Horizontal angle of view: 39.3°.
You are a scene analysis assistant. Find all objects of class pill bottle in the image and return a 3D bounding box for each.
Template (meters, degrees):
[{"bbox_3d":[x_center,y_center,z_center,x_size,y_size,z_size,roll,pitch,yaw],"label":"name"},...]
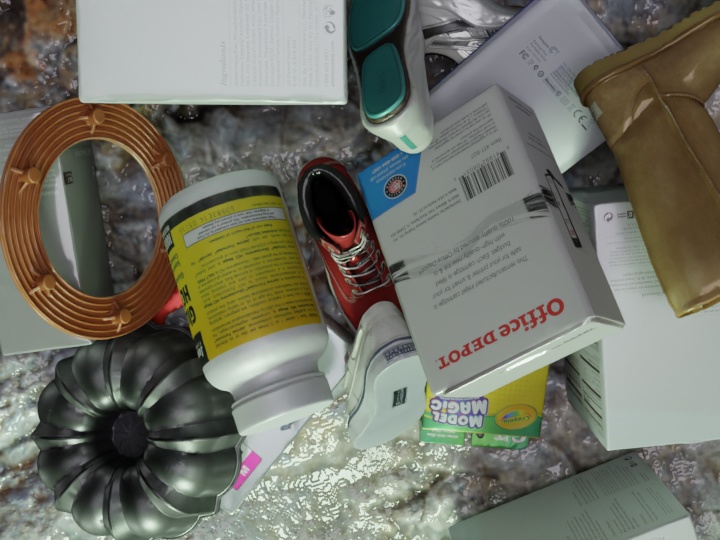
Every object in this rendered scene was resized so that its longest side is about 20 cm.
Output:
[{"bbox_3d":[-0.092,0.029,0.851,0.110,0.113,0.204,-20,78,2],"label":"pill bottle"}]

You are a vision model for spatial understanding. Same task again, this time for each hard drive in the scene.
[{"bbox_3d":[0.135,-0.134,0.863,0.199,0.026,0.132,-38,112,26],"label":"hard drive"}]

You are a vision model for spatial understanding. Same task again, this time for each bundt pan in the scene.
[{"bbox_3d":[-0.205,0.145,0.891,0.197,0.076,0.207,-1,86,15],"label":"bundt pan"}]

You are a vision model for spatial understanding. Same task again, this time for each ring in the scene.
[{"bbox_3d":[-0.213,-0.044,0.845,0.019,0.199,0.205,-1,101,36],"label":"ring"}]

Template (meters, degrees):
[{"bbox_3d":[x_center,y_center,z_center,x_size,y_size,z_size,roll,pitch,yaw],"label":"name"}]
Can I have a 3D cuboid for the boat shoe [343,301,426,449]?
[{"bbox_3d":[0.016,0.093,0.885,0.070,0.201,0.071,-18,62,-12],"label":"boat shoe"}]

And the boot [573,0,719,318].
[{"bbox_3d":[0.274,-0.089,0.767,0.173,0.066,0.203,-25,74,6],"label":"boot"}]

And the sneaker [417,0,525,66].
[{"bbox_3d":[0.128,-0.191,0.885,0.196,0.076,0.089,19,105,5],"label":"sneaker"}]

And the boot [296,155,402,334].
[{"bbox_3d":[0.000,0.000,0.870,0.071,0.144,0.203,-27,100,1],"label":"boot"}]

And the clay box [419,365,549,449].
[{"bbox_3d":[0.117,0.074,0.927,0.112,0.048,0.205,4,102,-2],"label":"clay box"}]

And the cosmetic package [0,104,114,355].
[{"bbox_3d":[-0.275,-0.037,0.877,0.088,0.107,0.204,-9,101,1],"label":"cosmetic package"}]

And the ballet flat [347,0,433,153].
[{"bbox_3d":[0.028,-0.172,0.827,0.068,0.203,0.070,-2,140,-2],"label":"ballet flat"}]

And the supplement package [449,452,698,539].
[{"bbox_3d":[0.202,0.291,0.906,0.197,0.152,0.153,-22,99,2],"label":"supplement package"}]

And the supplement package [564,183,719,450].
[{"bbox_3d":[0.261,0.029,0.876,0.148,0.151,0.205,-5,99,-1],"label":"supplement package"}]

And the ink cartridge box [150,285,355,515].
[{"bbox_3d":[-0.124,0.093,0.933,0.173,0.044,0.201,39,96,-8],"label":"ink cartridge box"}]

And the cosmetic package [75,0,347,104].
[{"bbox_3d":[-0.108,-0.195,0.809,0.195,0.199,0.126,-1,100,-1],"label":"cosmetic package"}]

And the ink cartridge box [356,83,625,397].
[{"bbox_3d":[0.100,-0.018,0.803,0.145,0.084,0.203,-29,69,26],"label":"ink cartridge box"}]
